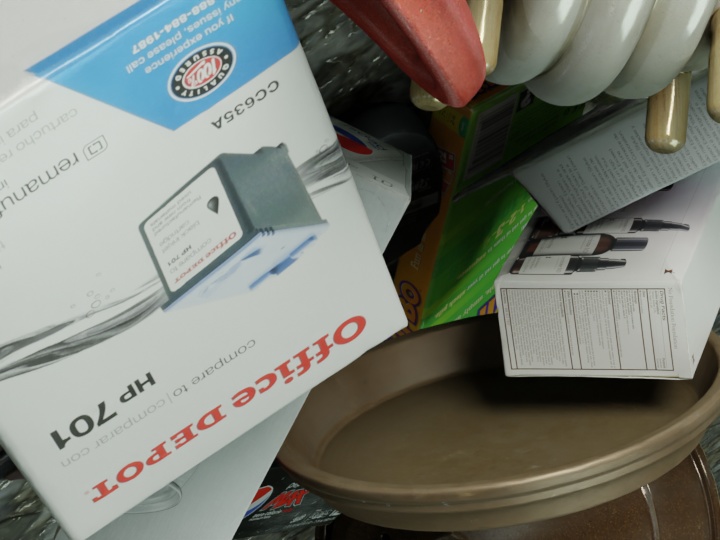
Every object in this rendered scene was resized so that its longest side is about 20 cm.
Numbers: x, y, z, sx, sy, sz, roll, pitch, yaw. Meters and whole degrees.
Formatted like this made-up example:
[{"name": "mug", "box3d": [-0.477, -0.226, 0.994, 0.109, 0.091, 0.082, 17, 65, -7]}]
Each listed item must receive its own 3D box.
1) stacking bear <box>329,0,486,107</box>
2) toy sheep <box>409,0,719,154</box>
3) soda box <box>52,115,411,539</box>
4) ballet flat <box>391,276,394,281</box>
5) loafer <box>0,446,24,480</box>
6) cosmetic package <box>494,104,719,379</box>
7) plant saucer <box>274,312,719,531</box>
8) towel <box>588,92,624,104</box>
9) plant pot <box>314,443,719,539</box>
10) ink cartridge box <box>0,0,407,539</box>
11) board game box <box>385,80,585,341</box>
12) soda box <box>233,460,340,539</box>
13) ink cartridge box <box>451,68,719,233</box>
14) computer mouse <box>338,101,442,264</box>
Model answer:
[{"name": "stacking bear", "box3d": [0.050, -0.170, 0.707, 0.200, 0.121, 0.114, -44, 149, -4]}, {"name": "toy sheep", "box3d": [0.073, -0.117, 0.810, 0.199, 0.138, 0.138, 10, 142, -18]}, {"name": "soda box", "box3d": [-0.052, 0.032, 0.949, 0.200, 0.068, 0.063, -62, -172, 18]}, {"name": "ballet flat", "box3d": [-0.052, 0.043, 1.108, 0.200, 0.067, 0.070, -26, 150, -42]}, {"name": "loafer", "box3d": [-0.143, 0.044, 0.933, 0.063, 0.072, 0.200, -25, 162, -18]}, {"name": "cosmetic package", "box3d": [0.125, -0.020, 1.049, 0.200, 0.082, 0.051, -56, 143, -58]}, {"name": "plant saucer", "box3d": [0.060, 0.062, 1.000, 0.199, 0.030, 0.200, -9, -163, 3]}, {"name": "towel", "box3d": [0.123, -0.153, 0.914, 0.200, 0.037, 0.148, -42, 140, 21]}, {"name": "plant pot", "box3d": [0.092, 0.171, 1.495, 0.198, 0.201, 0.200, -10, 149, -39]}, {"name": "ink cartridge box", "box3d": [-0.083, -0.024, 0.764, 0.146, 0.086, 0.200, -34, 141, -8]}, {"name": "board game box", "box3d": [0.057, -0.019, 1.108, 0.095, 0.030, 0.200, -31, 144, -39]}, {"name": "soda box", "box3d": [-0.058, 0.094, 1.214, 0.071, 0.063, 0.200, -44, 161, 21]}, {"name": "ink cartridge box", "box3d": [0.167, -0.081, 1.016, 0.196, 0.043, 0.200, -31, -178, -38]}, {"name": "computer mouse", "box3d": [0.000, 0.000, 1.066, 0.058, 0.034, 0.200, -20, 138, -25]}]
